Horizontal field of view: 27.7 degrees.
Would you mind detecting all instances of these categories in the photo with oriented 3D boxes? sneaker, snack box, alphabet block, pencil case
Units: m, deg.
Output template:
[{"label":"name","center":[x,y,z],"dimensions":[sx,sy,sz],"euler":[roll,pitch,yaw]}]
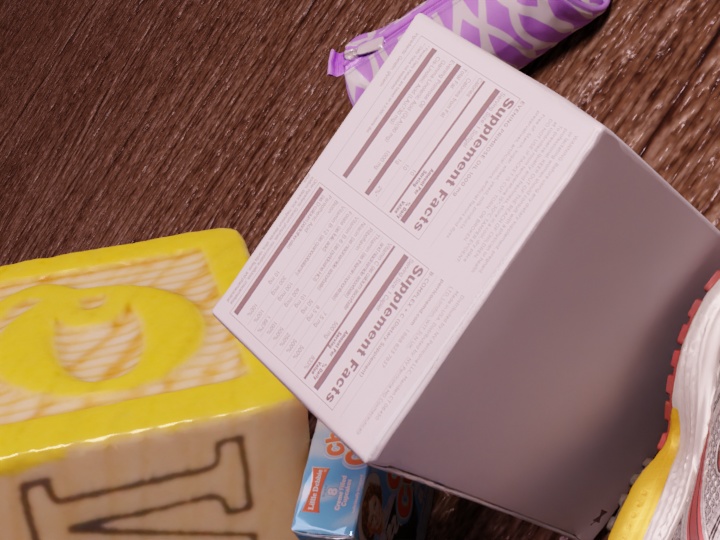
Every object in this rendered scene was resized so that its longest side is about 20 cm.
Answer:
[{"label":"sneaker","center":[0.172,0.076,0.614],"dimensions":[0.082,0.078,0.202],"euler":[11,75,43]},{"label":"snack box","center":[0.017,0.072,0.794],"dimensions":[0.037,0.116,0.202],"euler":[3,60,20]},{"label":"alphabet block","center":[-0.135,0.118,0.820],"dimensions":[0.196,0.195,0.202],"euler":[-120,23,-56]},{"label":"pencil case","center":[0.070,-0.162,0.960],"dimensions":[0.199,0.085,0.084],"euler":[-30,39,39]}]

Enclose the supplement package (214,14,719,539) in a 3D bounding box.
[{"label":"supplement package","center":[0.067,0.013,0.650],"dimensions":[0.111,0.200,0.156],"euler":[39,96,38]}]
